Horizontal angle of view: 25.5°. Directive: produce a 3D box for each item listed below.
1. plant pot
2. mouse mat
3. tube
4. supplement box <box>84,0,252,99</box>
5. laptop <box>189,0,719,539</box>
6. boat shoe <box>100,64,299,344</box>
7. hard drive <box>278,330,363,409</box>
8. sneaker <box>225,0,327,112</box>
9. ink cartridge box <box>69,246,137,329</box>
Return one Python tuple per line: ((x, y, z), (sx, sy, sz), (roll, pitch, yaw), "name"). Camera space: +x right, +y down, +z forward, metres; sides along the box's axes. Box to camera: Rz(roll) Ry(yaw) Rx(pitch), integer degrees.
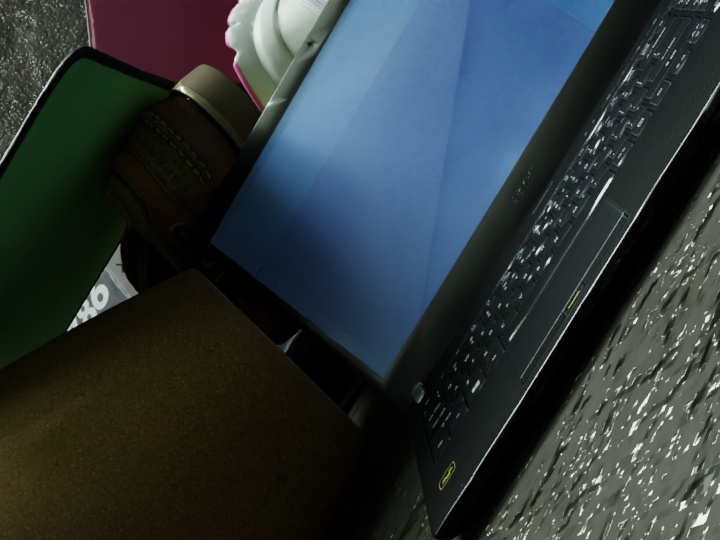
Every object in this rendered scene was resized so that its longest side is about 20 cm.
((-0.096, 0.103, 0.578), (0.200, 0.186, 0.186), (-46, 5, -6), "plant pot")
((-0.123, -0.008, 0.620), (0.162, 0.007, 0.200), (-58, -6, 4), "mouse mat")
((0.000, -0.042, 0.684), (0.200, 0.057, 0.052), (-90, -2, -70), "tube")
((-0.068, -0.110, 0.822), (0.200, 0.085, 0.112), (42, -141, -73), "supplement box")
((0.025, -0.042, 0.503), (0.178, 0.103, 0.200), (-59, 7, 8), "laptop")
((-0.072, -0.010, 0.688), (0.068, 0.072, 0.201), (-42, -24, -18), "boat shoe")
((0.000, 0.000, 0.807), (0.140, 0.033, 0.200), (-57, 8, 28), "hard drive")
((0.014, -0.144, 0.736), (0.088, 0.082, 0.201), (-12, 43, 31), "sneaker")
((-0.109, 0.066, 0.760), (0.039, 0.200, 0.100), (7, -58, -47), "ink cartridge box")
